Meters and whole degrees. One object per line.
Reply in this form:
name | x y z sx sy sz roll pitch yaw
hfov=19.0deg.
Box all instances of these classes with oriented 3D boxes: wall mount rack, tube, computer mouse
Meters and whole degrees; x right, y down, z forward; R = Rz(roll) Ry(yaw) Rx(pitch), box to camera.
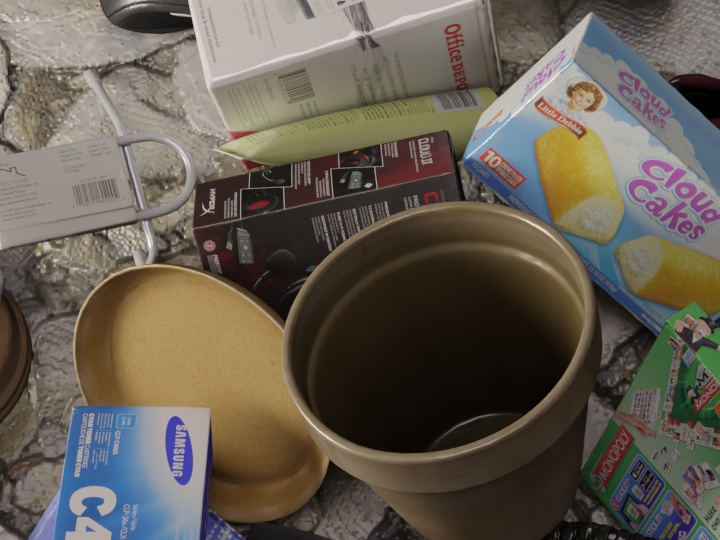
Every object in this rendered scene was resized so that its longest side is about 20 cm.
wall mount rack | -0.224 -0.070 1.533 0.198 0.075 0.175 -11 72 -18
tube | 0.001 -0.092 1.500 0.198 0.058 0.052 -7 59 -19
computer mouse | -0.098 -0.246 1.603 0.198 0.046 0.142 3 73 9

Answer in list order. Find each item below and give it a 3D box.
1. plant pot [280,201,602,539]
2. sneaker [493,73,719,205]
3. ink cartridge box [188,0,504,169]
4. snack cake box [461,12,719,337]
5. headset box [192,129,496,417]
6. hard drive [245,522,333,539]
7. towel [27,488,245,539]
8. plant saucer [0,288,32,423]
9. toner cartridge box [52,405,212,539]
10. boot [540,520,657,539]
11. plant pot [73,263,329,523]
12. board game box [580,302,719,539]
plant pot | 0.067 0.088 1.363 0.198 0.174 0.201 -10 47 11
sneaker | 0.183 -0.092 1.475 0.198 0.116 0.076 -17 70 1
ink cartridge box | -0.007 -0.160 1.509 0.198 0.146 0.086 -15 68 2
snack cake box | 0.180 -0.056 1.417 0.200 0.115 0.067 40 38 -11
headset box | 0.000 0.000 1.450 0.198 0.150 0.075 -11 26 3
hard drive | -0.030 0.243 1.379 0.199 0.042 0.136 11 68 52
towel | -0.146 0.210 1.426 0.200 0.024 0.145 36 95 34
plant saucer | -0.328 0.051 1.498 0.198 0.030 0.201 4 47 -5
toner cartridge box | -0.145 0.172 1.359 0.094 0.043 0.201 1 42 -1
boot | 0.092 0.238 1.396 0.209 0.079 0.159 6 75 5
plant pot | -0.102 0.078 1.438 0.199 0.201 0.028 24 40 15
board game box | 0.215 0.126 1.356 0.029 0.201 0.135 -29 68 -27
